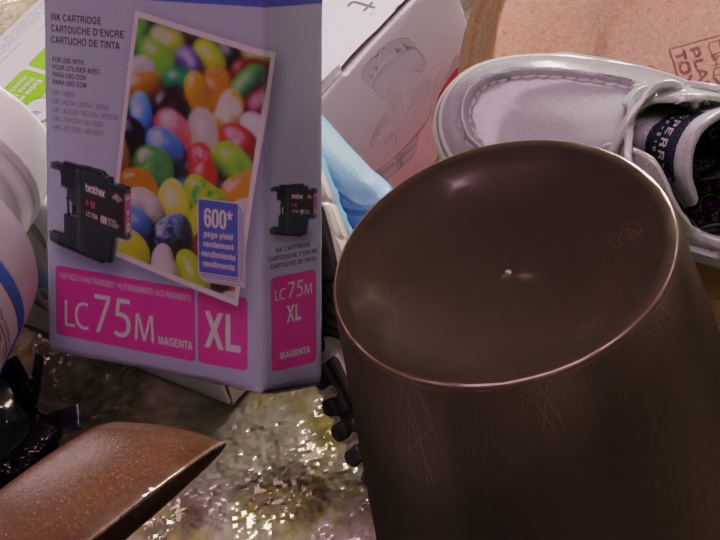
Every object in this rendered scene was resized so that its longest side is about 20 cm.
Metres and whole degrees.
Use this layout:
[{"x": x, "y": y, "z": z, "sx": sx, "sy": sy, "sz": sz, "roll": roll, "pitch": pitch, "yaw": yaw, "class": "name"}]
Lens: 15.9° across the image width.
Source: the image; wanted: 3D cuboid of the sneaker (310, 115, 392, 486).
[{"x": 0.000, "y": 0.000, "z": 1.013, "sx": 0.078, "sy": 0.200, "sz": 0.090, "roll": -37, "pitch": -7, "yaw": 38, "class": "sneaker"}]

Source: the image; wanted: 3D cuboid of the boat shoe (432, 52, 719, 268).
[{"x": 0.117, "y": -0.038, "z": 0.878, "sx": 0.200, "sy": 0.072, "sz": 0.070, "roll": 18, "pitch": 77, "yaw": 16, "class": "boat shoe"}]

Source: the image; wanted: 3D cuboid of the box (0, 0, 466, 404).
[{"x": -0.074, "y": -0.063, "z": 1.135, "sx": 0.176, "sy": 0.097, "sz": 0.200, "roll": 18, "pitch": 53, "yaw": 33, "class": "box"}]

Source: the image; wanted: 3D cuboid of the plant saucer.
[{"x": -0.135, "y": 0.112, "z": 0.911, "sx": 0.200, "sy": 0.200, "sz": 0.037, "roll": -38, "pitch": 87, "yaw": -21, "class": "plant saucer"}]

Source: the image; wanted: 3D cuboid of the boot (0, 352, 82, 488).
[{"x": -0.218, "y": 0.080, "z": 1.058, "sx": 0.198, "sy": 0.074, "sz": 0.163, "roll": -29, "pitch": 49, "yaw": -10, "class": "boot"}]

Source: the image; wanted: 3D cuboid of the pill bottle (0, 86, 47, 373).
[{"x": -0.190, "y": 0.021, "z": 0.979, "sx": 0.112, "sy": 0.112, "sz": 0.201, "roll": 4, "pitch": 52, "yaw": 23, "class": "pill bottle"}]

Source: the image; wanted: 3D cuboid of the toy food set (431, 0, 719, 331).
[{"x": 0.128, "y": -0.069, "z": 0.947, "sx": 0.197, "sy": 0.049, "sz": 0.201, "roll": -30, "pitch": 75, "yaw": 4, "class": "toy food set"}]

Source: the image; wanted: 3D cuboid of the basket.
[{"x": 0.067, "y": 0.068, "z": 0.868, "sx": 0.136, "sy": 0.200, "sz": 0.180, "roll": 16, "pitch": 52, "yaw": 33, "class": "basket"}]

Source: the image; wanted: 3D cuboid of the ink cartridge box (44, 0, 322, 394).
[{"x": -0.068, "y": -0.061, "z": 0.972, "sx": 0.119, "sy": 0.201, "sz": 0.042, "roll": 9, "pitch": 11, "yaw": 40, "class": "ink cartridge box"}]
